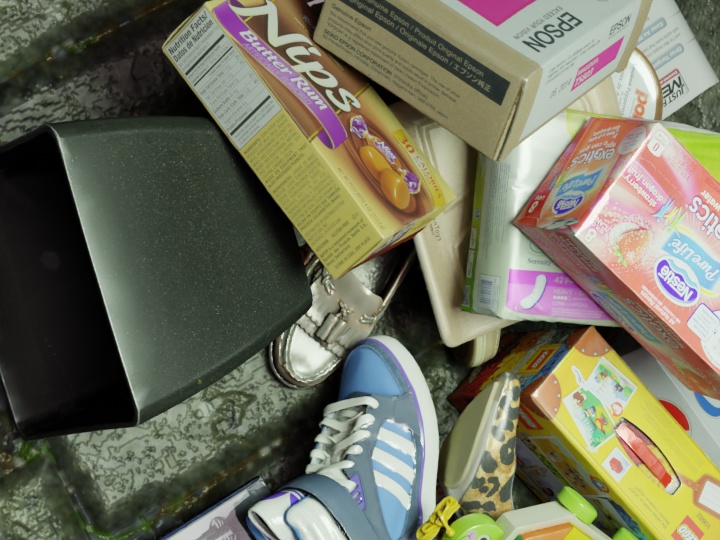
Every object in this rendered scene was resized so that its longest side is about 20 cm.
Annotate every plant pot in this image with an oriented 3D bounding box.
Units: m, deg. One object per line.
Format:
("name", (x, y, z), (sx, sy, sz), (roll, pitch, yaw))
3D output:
("plant pot", (-0.151, -0.009, 1.395), (0.176, 0.199, 0.201), (-19, 93, -32))

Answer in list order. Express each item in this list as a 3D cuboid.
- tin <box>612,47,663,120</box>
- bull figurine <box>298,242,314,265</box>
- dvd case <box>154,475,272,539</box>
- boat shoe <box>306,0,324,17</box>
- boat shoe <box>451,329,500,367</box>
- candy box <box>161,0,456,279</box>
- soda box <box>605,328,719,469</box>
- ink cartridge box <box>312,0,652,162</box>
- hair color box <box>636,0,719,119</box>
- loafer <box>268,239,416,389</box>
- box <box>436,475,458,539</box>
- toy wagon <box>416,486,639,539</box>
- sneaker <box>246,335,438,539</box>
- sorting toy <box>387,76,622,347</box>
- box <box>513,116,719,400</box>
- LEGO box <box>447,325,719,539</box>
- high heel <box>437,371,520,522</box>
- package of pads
("tin", (0.142, -0.141, 1.542), (0.199, 0.042, 0.113), (18, 86, -19))
("bull figurine", (-0.029, -0.085, 1.472), (0.122, 0.065, 0.200), (54, 30, -8))
("dvd case", (-0.118, 0.264, 1.446), (0.199, 0.025, 0.151), (-31, 94, -8))
("boat shoe", (-0.029, -0.210, 1.517), (0.201, 0.072, 0.061), (-34, 103, -18))
("boat shoe", (0.104, -0.024, 1.562), (0.064, 0.072, 0.202), (5, 79, -21))
("candy box", (-0.034, -0.100, 1.377), (0.201, 0.056, 0.116), (54, 32, 5))
("soda box", (0.269, 0.131, 1.608), (0.200, 0.068, 0.064), (53, 39, -11))
("ink cartridge box", (0.090, -0.181, 1.415), (0.164, 0.075, 0.200), (33, 40, 17))
("hair color box", (0.193, -0.210, 1.615), (0.099, 0.061, 0.201), (-34, 99, -19))
("loafer", (0.000, 0.000, 1.519), (0.072, 0.063, 0.201), (38, 73, -16))
("box", (0.017, 0.230, 1.522), (0.199, 0.039, 0.138), (-16, 92, -23))
("toy wagon", (0.119, 0.231, 1.453), (0.200, 0.040, 0.155), (38, 94, -33))
("sneaker", (-0.019, 0.144, 1.435), (0.146, 0.080, 0.202), (4, 76, -44))
("sorting toy", (0.119, -0.061, 1.500), (0.199, 0.036, 0.187), (-21, 102, -21))
("box", (0.219, -0.005, 1.404), (0.200, 0.095, 0.103), (41, 80, -22))
("LEGO box", (0.183, 0.141, 1.538), (0.200, 0.149, 0.077), (48, 71, -12))
("high heel", (0.126, 0.171, 1.488), (0.141, 0.072, 0.201), (11, 112, -17))
("package of pads", (0.177, -0.038, 1.470), (0.198, 0.068, 0.156), (4, 93, -25))
